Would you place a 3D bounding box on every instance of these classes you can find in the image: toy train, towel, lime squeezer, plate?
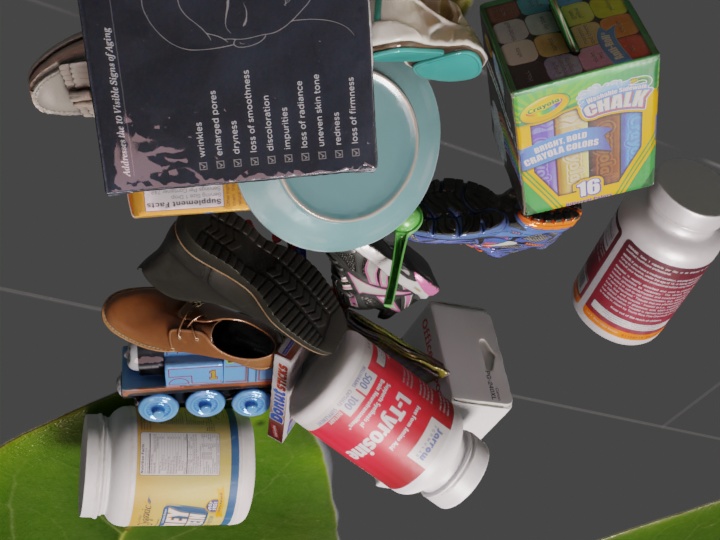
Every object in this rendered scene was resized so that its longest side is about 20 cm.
[{"bbox_3d":[-0.178,0.107,1.136,0.200,0.087,0.114,-2,131,-9],"label":"toy train"},{"bbox_3d":[-0.001,0.109,1.135,0.144,0.023,0.200,30,150,-14],"label":"towel"},{"bbox_3d":[0.044,-0.067,0.969,0.038,0.071,0.200,4,102,-1],"label":"lime squeezer"},{"bbox_3d":[-0.014,-0.110,0.871,0.200,0.026,0.201,-7,108,-21],"label":"plate"}]

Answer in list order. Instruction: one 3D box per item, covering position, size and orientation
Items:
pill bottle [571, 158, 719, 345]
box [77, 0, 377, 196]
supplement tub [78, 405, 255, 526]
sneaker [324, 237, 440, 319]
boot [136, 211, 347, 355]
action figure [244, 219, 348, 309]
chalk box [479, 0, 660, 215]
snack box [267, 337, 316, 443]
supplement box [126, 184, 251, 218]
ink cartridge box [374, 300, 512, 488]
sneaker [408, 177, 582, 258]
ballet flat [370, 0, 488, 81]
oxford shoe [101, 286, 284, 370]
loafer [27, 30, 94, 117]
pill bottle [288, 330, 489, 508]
[{"bbox_3d":[0.316,-0.019,1.077,0.113,0.113,0.200,2,139,-16],"label":"pill bottle"},{"bbox_3d":[-0.097,-0.171,0.728,0.196,0.124,0.200,-6,109,-8],"label":"box"},{"bbox_3d":[-0.240,0.240,1.226,0.200,0.145,0.145,4,138,-18],"label":"supplement tub"},{"bbox_3d":[0.000,0.000,1.037,0.086,0.080,0.200,-41,132,14],"label":"sneaker"},{"bbox_3d":[-0.121,0.023,1.009,0.200,0.077,0.138,44,141,-12],"label":"boot"},{"bbox_3d":[-0.061,0.016,1.075,0.065,0.052,0.200,-12,145,22],"label":"action figure"},{"bbox_3d":[0.179,-0.167,0.859,0.124,0.125,0.200,-13,142,2],"label":"chalk box"},{"bbox_3d":[-0.073,0.120,1.107,0.024,0.072,0.200,27,147,10],"label":"snack box"},{"bbox_3d":[-0.112,-0.091,0.908,0.200,0.067,0.069,-2,107,-9],"label":"supplement box"},{"bbox_3d":[0.085,0.153,1.200,0.083,0.145,0.200,11,136,-24],"label":"ink cartridge box"},{"bbox_3d":[0.129,-0.045,1.035,0.200,0.075,0.078,0,143,-12],"label":"sneaker"},{"bbox_3d":[0.056,-0.198,0.817,0.069,0.070,0.200,-32,170,24],"label":"ballet flat"},{"bbox_3d":[-0.176,0.056,1.050,0.200,0.071,0.071,12,172,-2],"label":"oxford shoe"},{"bbox_3d":[-0.181,-0.164,0.822,0.200,0.063,0.072,-15,141,4],"label":"loafer"},{"bbox_3d":[0.033,0.161,1.045,0.200,0.112,0.112,37,124,-14],"label":"pill bottle"}]
